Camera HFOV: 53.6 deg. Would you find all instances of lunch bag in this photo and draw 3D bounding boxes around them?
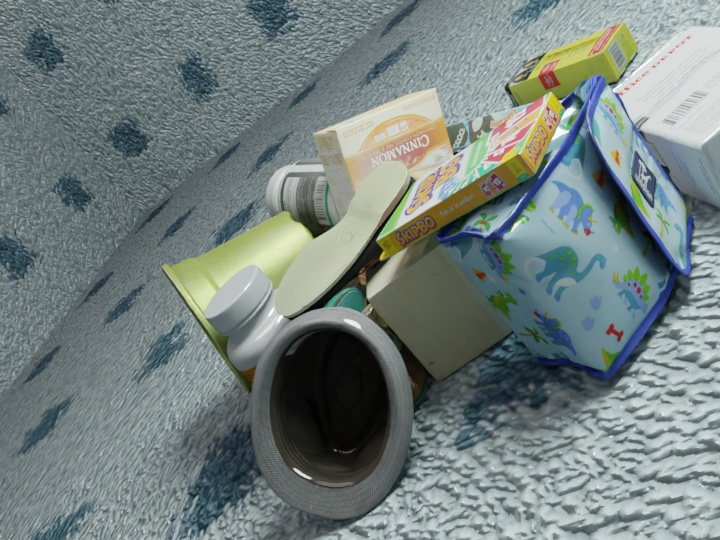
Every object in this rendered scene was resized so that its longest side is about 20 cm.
[{"bbox_3d":[0.196,-0.040,0.623,0.201,0.171,0.127,-48,18,-17],"label":"lunch bag"}]

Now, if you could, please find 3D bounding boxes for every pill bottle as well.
[{"bbox_3d":[-0.049,-0.102,1.009,0.114,0.114,0.198,-50,31,-20],"label":"pill bottle"},{"bbox_3d":[-0.085,0.094,0.830,0.110,0.201,0.112,-34,23,17],"label":"pill bottle"}]

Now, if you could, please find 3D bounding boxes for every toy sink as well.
[{"bbox_3d":[0.078,0.002,0.811,0.111,0.131,0.202,-35,23,16],"label":"toy sink"}]

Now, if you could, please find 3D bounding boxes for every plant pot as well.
[{"bbox_3d":[-0.136,0.026,0.963,0.183,0.203,0.200,-36,20,-13],"label":"plant pot"}]

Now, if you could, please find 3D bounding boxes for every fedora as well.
[{"bbox_3d":[-0.021,0.137,0.734,0.172,0.207,0.090,4,5,19],"label":"fedora"}]

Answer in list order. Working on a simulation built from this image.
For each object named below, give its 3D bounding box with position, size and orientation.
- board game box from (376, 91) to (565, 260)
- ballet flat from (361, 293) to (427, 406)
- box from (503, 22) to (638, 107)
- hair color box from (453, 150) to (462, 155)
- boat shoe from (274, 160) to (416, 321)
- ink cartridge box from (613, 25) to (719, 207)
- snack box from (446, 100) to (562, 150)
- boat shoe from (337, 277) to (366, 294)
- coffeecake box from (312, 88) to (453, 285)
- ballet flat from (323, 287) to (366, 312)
[{"bbox_3d":[0.088,-0.078,0.637,0.199,0.030,0.096,-34,18,48],"label":"board game box"},{"bbox_3d":[0.029,0.080,0.829,0.067,0.072,0.201,-39,22,17],"label":"ballet flat"},{"bbox_3d":[0.309,-0.300,1.066,0.076,0.050,0.198,-50,23,-21],"label":"box"},{"bbox_3d":[0.162,-0.117,0.974,0.102,0.062,0.198,-50,23,-20],"label":"hair color box"},{"bbox_3d":[-0.008,-0.020,0.751,0.202,0.063,0.073,-49,45,-8],"label":"boat shoe"},{"bbox_3d":[0.343,-0.157,0.696,0.146,0.086,0.201,-40,20,5],"label":"ink cartridge box"},{"bbox_3d":[0.216,-0.197,0.977,0.113,0.038,0.198,-10,6,-29],"label":"snack box"},{"bbox_3d":[0.000,0.000,1.029,0.201,0.069,0.073,-50,24,-11],"label":"boat shoe"},{"bbox_3d":[0.047,-0.102,0.900,0.151,0.205,0.073,-26,17,-23],"label":"coffeecake box"},{"bbox_3d":[-0.058,0.109,0.958,0.201,0.067,0.070,-49,-1,-10],"label":"ballet flat"}]
